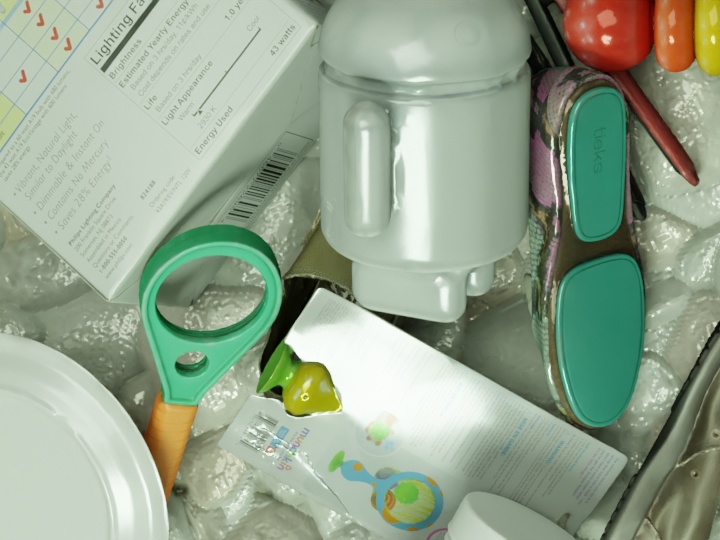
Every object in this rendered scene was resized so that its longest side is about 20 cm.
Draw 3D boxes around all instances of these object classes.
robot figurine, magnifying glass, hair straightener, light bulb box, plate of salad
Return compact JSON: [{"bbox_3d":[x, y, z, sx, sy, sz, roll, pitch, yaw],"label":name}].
[{"bbox_3d":[0.034,-0.076,1.349,0.112,0.170,0.202,8,113,20],"label":"robot figurine"},{"bbox_3d":[-0.098,0.056,1.442,0.079,0.022,0.201,5,130,-19],"label":"magnifying glass"},{"bbox_3d":[0.106,-0.111,1.432,0.077,0.041,0.201,-35,84,12],"label":"hair straightener"},{"bbox_3d":[-0.133,-0.117,1.462,0.200,0.125,0.199,41,99,16],"label":"light bulb box"},{"bbox_3d":[-0.193,0.127,1.496,0.199,0.048,0.202,10,112,24],"label":"plate of salad"}]

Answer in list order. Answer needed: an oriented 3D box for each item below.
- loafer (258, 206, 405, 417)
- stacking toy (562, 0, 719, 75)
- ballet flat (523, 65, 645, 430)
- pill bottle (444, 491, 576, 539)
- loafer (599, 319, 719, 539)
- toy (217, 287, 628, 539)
[{"bbox_3d":[0.000,0.000,1.446,0.076,0.067,0.201,22,94,16],"label":"loafer"},{"bbox_3d":[0.208,-0.133,1.377,0.198,0.085,0.086,1,88,13],"label":"stacking toy"},{"bbox_3d":[0.116,-0.015,1.404,0.071,0.069,0.202,20,119,57],"label":"ballet flat"},{"bbox_3d":[0.047,0.227,1.389,0.108,0.109,0.201,31,102,16],"label":"pill bottle"},{"bbox_3d":[0.201,0.089,1.387,0.071,0.073,0.201,29,101,7],"label":"loafer"},{"bbox_3d":[0.034,0.093,1.419,0.199,0.047,0.116,28,113,-14],"label":"toy"}]
